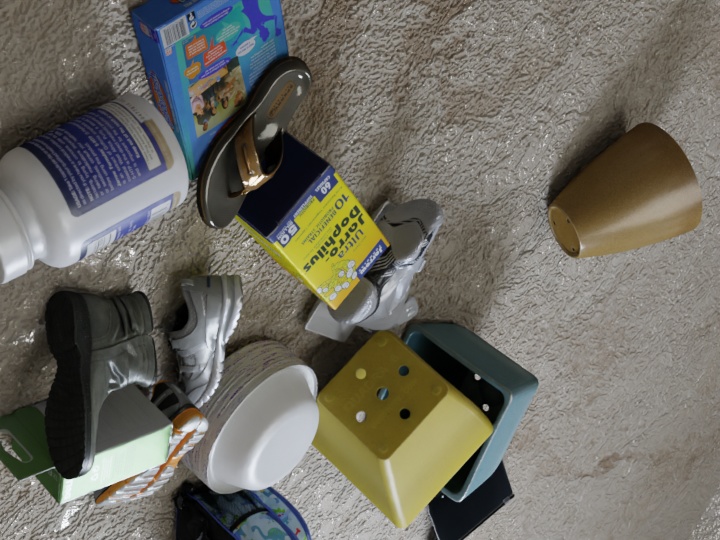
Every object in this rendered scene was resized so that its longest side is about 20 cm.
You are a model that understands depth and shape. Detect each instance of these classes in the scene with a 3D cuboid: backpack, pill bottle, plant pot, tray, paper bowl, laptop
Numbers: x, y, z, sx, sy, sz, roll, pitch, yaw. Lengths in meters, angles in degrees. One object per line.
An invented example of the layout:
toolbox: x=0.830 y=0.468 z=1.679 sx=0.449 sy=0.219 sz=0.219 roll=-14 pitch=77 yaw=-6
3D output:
backpack: x=-0.147 y=0.390 z=1.713 sx=0.146 sy=0.199 sz=0.185 roll=-22 pitch=136 yaw=-38
pill bottle: x=-0.273 y=-0.074 z=1.194 sx=0.199 sy=0.119 sz=0.121 roll=-32 pitch=142 yaw=-29
plant pot: x=0.044 y=0.200 z=1.749 sx=0.200 sy=0.200 sz=0.177 roll=-45 pitch=156 yaw=-11
tray: x=0.000 y=0.000 z=1.696 sx=0.201 sy=0.022 sz=0.107 roll=-57 pitch=147 yaw=6
paper bowl: x=-0.131 y=0.199 z=1.631 sx=0.200 sy=0.104 sz=0.202 roll=-39 pitch=148 yaw=-30
laptop: x=0.179 y=0.428 z=2.335 sx=0.186 sy=0.117 sz=0.200 roll=-33 pitch=171 yaw=-27
plant pot: x=0.162 y=0.199 z=1.946 sx=0.199 sy=0.195 sz=0.198 roll=-10 pitch=129 yaw=-56
plant pot: x=0.399 y=-0.104 z=1.978 sx=0.198 sy=0.187 sz=0.188 roll=-27 pitch=141 yaw=-15

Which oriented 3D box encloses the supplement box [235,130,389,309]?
supplement box: x=-0.066 y=-0.060 z=1.476 sx=0.109 sy=0.109 sz=0.200 roll=-49 pitch=148 yaw=-5

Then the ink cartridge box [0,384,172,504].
ink cartridge box: x=-0.318 y=0.192 z=1.401 sx=0.198 sy=0.103 sz=0.060 roll=-18 pitch=133 yaw=-42

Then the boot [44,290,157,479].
boot: x=-0.267 y=0.118 z=1.355 sx=0.130 sy=0.067 sz=0.204 roll=7 pitch=78 yaw=-51

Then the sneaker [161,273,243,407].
sneaker: x=-0.198 y=0.079 z=1.500 sx=0.081 sy=0.075 sz=0.202 roll=10 pitch=124 yaw=-16

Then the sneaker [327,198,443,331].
sneaker: x=0.048 y=-0.001 z=1.670 sx=0.201 sy=0.075 sz=0.115 roll=-50 pitch=148 yaw=4

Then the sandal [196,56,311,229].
sandal: x=-0.105 y=-0.128 z=1.332 sx=0.201 sy=0.054 sz=0.082 roll=-55 pitch=149 yaw=4

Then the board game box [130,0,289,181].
board game box: x=-0.144 y=-0.211 z=1.295 sx=0.151 sy=0.045 sz=0.202 roll=-37 pitch=144 yaw=-24

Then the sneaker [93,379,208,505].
sneaker: x=-0.260 y=0.212 z=1.527 sx=0.200 sy=0.078 sz=0.078 roll=-45 pitch=156 yaw=23
